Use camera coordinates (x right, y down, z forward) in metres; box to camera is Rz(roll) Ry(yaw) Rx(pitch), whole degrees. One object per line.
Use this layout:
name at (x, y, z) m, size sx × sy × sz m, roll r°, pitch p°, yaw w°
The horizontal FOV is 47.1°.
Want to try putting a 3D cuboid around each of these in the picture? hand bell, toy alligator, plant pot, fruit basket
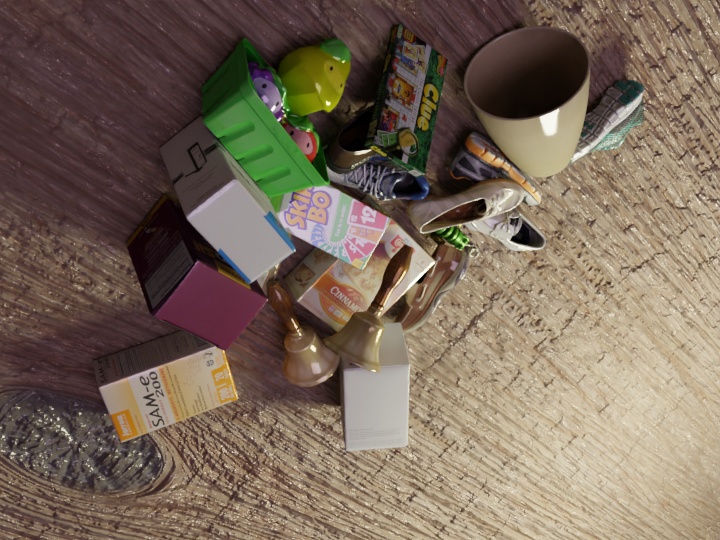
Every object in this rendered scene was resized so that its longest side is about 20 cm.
hand bell at (0.030, 0.050, 1.319) m, size 0.104 × 0.104 × 0.200 m, roll 24°, pitch 95°, yaw -36°
toy alligator at (0.159, -0.062, 1.422) m, size 0.059 × 0.054 × 0.200 m, roll -47°, pitch 129°, yaw 8°
plant pot at (0.276, -0.243, 1.300) m, size 0.187 × 0.187 × 0.200 m, roll -35°, pitch 142°, yaw -3°
hand bell at (-0.109, 0.089, 1.340) m, size 0.104 × 0.104 × 0.200 m, roll -29°, pitch 135°, yaw -8°
fruit basket at (-0.092, -0.229, 1.137) m, size 0.215 × 0.156 × 0.216 m, roll -6°, pitch 134°, yaw -6°

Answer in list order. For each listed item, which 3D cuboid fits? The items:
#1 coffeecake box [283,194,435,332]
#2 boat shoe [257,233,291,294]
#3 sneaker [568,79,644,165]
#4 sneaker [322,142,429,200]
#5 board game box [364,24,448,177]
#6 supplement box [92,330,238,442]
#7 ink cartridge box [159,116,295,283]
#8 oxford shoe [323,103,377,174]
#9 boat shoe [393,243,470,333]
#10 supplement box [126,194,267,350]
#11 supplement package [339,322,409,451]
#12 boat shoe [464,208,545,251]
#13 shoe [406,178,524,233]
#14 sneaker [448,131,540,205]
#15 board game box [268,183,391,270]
coffeecake box at (0.000, 0.000, 1.370) m, size 0.200 × 0.073 × 0.153 m, roll -45°, pitch 128°, yaw 5°
boat shoe at (-0.160, 0.017, 1.307) m, size 0.076 × 0.072 × 0.200 m, roll 5°, pitch 120°, yaw -47°
sneaker at (0.418, -0.235, 1.432) m, size 0.200 × 0.078 × 0.091 m, roll -38°, pitch 134°, yaw 2°
sneaker at (0.024, -0.151, 1.275) m, size 0.199 × 0.085 × 0.077 m, roll 5°, pitch 118°, yaw -29°
board game box at (0.069, -0.246, 1.195) m, size 0.105 × 0.023 × 0.201 m, roll 27°, pitch 66°, yaw -36°
supplement box at (-0.311, 0.178, 1.326) m, size 0.199 × 0.074 × 0.126 m, roll -19°, pitch 127°, yaw -14°
ink cartridge box at (-0.185, -0.100, 1.128) m, size 0.084 × 0.200 × 0.146 m, roll -37°, pitch 130°, yaw 3°
oxford shoe at (0.037, -0.219, 1.217) m, size 0.200 × 0.084 × 0.073 m, roll -42°, pitch 88°, yaw -18°
boat shoe at (0.111, 0.028, 1.448) m, size 0.072 × 0.076 × 0.200 m, roll 31°, pitch 118°, yaw -11°
supplement box at (-0.236, -0.001, 1.166) m, size 0.103 × 0.200 × 0.131 m, roll -49°, pitch 130°, yaw 9°
supplement package at (0.022, 0.208, 1.471) m, size 0.117 × 0.117 × 0.201 m, roll -4°, pitch 126°, yaw -4°
boat shoe at (0.249, -0.082, 1.434) m, size 0.200 × 0.066 × 0.072 m, roll 32°, pitch 77°, yaw -39°
shoe at (0.176, -0.099, 1.337) m, size 0.199 × 0.053 × 0.070 m, roll -12°, pitch 132°, yaw -9°
sneaker at (0.228, -0.158, 1.390) m, size 0.200 × 0.078 × 0.077 m, roll 29°, pitch 118°, yaw -34°
board game box at (-0.061, -0.087, 1.262) m, size 0.200 × 0.030 × 0.096 m, roll 28°, pitch 100°, yaw -11°
